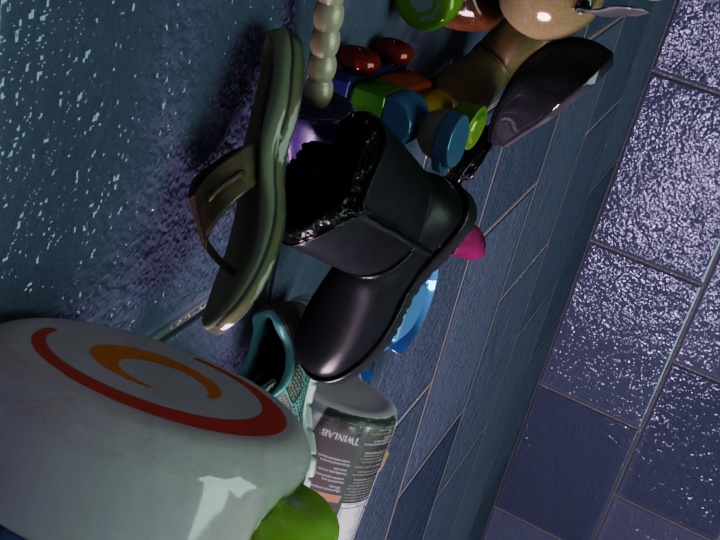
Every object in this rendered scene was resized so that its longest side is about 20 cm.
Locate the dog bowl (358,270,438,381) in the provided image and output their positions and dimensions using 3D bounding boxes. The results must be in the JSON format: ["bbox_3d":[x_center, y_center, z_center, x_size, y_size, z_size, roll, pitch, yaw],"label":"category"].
[{"bbox_3d":[0.025,0.045,1.103,0.200,0.049,0.112,-29,139,-62],"label":"dog bowl"}]

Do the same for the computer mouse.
[{"bbox_3d":[0.151,-0.159,0.929,0.138,0.053,0.200,-43,-175,-27],"label":"computer mouse"}]

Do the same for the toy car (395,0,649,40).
[{"bbox_3d":[0.157,-0.260,0.854,0.164,0.199,0.159,-43,151,-52],"label":"toy car"}]

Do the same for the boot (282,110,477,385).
[{"bbox_3d":[-0.017,-0.011,0.740,0.200,0.076,0.168,-50,146,12],"label":"boot"}]

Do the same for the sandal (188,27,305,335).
[{"bbox_3d":[-0.081,-0.059,0.653,0.080,0.057,0.202,173,-73,-67],"label":"sandal"}]

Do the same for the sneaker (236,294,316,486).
[{"bbox_3d":[-0.079,0.116,0.847,0.091,0.077,0.202,16,81,-65],"label":"sneaker"}]

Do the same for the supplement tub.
[{"bbox_3d":[-0.051,0.200,0.954,0.201,0.122,0.122,-69,162,11],"label":"supplement tub"}]

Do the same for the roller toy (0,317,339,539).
[{"bbox_3d":[-0.130,0.117,0.524,0.182,0.200,0.141,18,96,-37],"label":"roller toy"}]

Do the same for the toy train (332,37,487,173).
[{"bbox_3d":[0.056,-0.139,0.852,0.200,0.115,0.085,-34,144,-60],"label":"toy train"}]

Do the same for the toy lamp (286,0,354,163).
[{"bbox_3d":[-0.023,-0.162,0.691,0.058,0.058,0.201,-43,151,-52],"label":"toy lamp"}]

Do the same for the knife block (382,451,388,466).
[{"bbox_3d":[-0.018,0.183,1.125,0.200,0.064,0.177,-38,148,-57],"label":"knife block"}]

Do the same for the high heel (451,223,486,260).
[{"bbox_3d":[0.045,-0.024,0.965,0.199,0.067,0.097,27,77,-39],"label":"high heel"}]

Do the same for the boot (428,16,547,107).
[{"bbox_3d":[0.157,-0.235,0.985,0.200,0.066,0.175,-44,-172,30],"label":"boot"}]
